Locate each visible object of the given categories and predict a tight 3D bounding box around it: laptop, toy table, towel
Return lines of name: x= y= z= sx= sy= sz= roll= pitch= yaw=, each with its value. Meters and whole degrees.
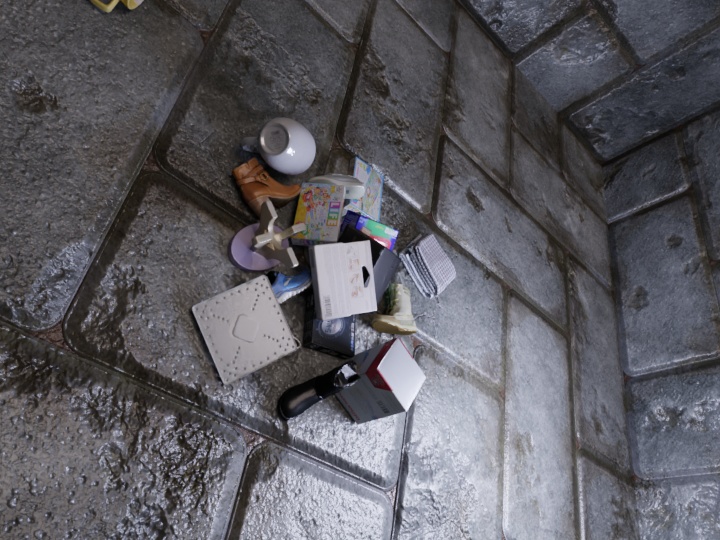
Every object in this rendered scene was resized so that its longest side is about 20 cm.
laptop: x=0.000 y=0.000 z=1.655 sx=0.197 sy=0.116 sz=0.190 roll=30 pitch=89 yaw=-3
toy table: x=-0.243 y=-0.078 z=1.515 sx=0.186 sy=0.116 sz=0.200 roll=57 pitch=42 yaw=-7
towel: x=0.244 y=-0.024 z=1.998 sx=0.165 sy=0.085 sz=0.203 roll=-37 pitch=98 yaw=-48

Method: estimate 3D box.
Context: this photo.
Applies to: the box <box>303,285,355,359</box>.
box: x=-0.085 y=0.136 z=1.624 sx=0.158 sy=0.043 sz=0.204 roll=25 pitch=55 yaw=-36

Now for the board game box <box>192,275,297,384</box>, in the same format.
board game box: x=-0.281 y=0.142 z=1.381 sx=0.197 sy=0.026 sz=0.204 roll=-24 pitch=88 yaw=-23

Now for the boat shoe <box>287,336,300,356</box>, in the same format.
boat shoe: x=-0.235 y=0.151 z=1.447 sx=0.198 sy=0.069 sz=0.072 roll=33 pitch=51 yaw=-30

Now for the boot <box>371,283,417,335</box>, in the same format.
boot: x=0.100 y=0.117 z=1.798 sx=0.198 sy=0.071 sz=0.158 roll=16 pitch=61 yaw=-45

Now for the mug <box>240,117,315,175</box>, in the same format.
mug: x=-0.240 y=-0.355 z=1.603 sx=0.175 sy=0.195 sz=0.152 roll=-14 pitch=105 yaw=-81

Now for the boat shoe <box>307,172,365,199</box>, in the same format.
boat shoe: x=-0.082 y=-0.272 z=1.801 sx=0.197 sy=0.071 sz=0.072 roll=2 pitch=40 yaw=-27

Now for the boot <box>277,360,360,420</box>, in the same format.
boot: x=-0.100 y=0.302 z=1.441 sx=0.197 sy=0.161 sz=0.075 roll=-24 pitch=86 yaw=-48

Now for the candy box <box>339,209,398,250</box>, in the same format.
candy box: x=0.004 y=-0.056 z=1.708 sx=0.167 sy=0.077 sz=0.204 roll=16 pitch=98 yaw=-39

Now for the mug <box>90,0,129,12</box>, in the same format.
mug: x=-0.626 y=-0.779 z=1.453 sx=0.152 sy=0.149 sz=0.189 roll=35 pitch=42 yaw=-17

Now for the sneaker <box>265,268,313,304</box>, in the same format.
sneaker: x=-0.205 y=0.032 z=1.529 sx=0.199 sy=0.078 sz=0.091 roll=-31 pitch=96 yaw=-47

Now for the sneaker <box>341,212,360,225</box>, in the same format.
sneaker: x=-0.066 y=-0.114 z=1.753 sx=0.198 sy=0.074 sz=0.089 roll=-28 pitch=102 yaw=-37

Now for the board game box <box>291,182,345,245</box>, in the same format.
board game box: x=-0.121 y=-0.165 z=1.669 sx=0.131 sy=0.034 sz=0.204 roll=4 pitch=59 yaw=4

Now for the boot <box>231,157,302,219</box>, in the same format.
boot: x=-0.261 y=-0.251 z=1.613 sx=0.156 sy=0.073 sz=0.199 roll=56 pitch=41 yaw=-4

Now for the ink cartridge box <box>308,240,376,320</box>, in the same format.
ink cartridge box: x=-0.048 y=0.025 z=1.574 sx=0.173 sy=0.044 sz=0.205 roll=-7 pitch=92 yaw=-28

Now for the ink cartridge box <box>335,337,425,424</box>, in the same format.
ink cartridge box: x=0.046 y=0.306 z=1.561 sx=0.147 sy=0.198 sz=0.145 roll=54 pitch=41 yaw=-10

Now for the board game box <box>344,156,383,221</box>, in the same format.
board game box: x=0.013 y=-0.269 z=1.921 sx=0.133 sy=0.034 sz=0.204 roll=29 pitch=53 yaw=-32
